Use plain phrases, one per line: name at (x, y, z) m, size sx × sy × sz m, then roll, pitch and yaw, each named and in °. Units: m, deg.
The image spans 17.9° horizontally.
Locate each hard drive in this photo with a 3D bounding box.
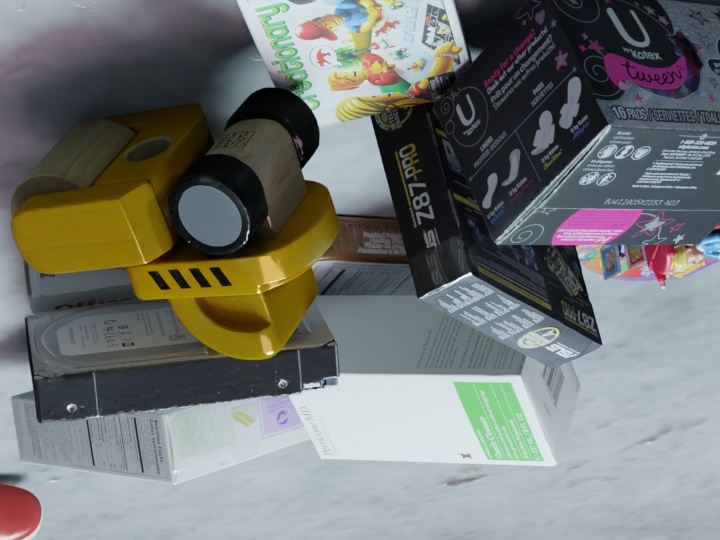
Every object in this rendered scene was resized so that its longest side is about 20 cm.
hard drive at (-0.122, 0.053, 1.526) m, size 0.198 × 0.038 × 0.140 m, roll -5°, pitch -163°, yaw -9°

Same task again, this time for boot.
boot at (-0.365, 0.197, 2.001) m, size 0.199 × 0.073 × 0.144 m, roll 4°, pitch 151°, yaw -22°

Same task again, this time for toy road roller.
toy road roller at (-0.110, -0.020, 1.461) m, size 0.199 × 0.123 × 0.147 m, roll -3°, pitch 120°, yaw 26°

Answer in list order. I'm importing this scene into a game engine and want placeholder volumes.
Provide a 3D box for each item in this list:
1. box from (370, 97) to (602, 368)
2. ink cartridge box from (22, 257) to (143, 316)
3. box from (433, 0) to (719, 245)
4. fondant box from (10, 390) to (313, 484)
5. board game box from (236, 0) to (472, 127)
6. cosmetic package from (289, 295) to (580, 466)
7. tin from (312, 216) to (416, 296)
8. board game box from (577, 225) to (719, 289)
box at (0.088, -0.034, 1.575) m, size 0.049 × 0.162 × 0.200 m, roll -27°, pitch 152°, yaw 23°
ink cartridge box at (-0.166, 0.015, 1.666) m, size 0.146 × 0.084 × 0.200 m, roll -8°, pitch 156°, yaw -6°
box at (0.172, -0.099, 1.488) m, size 0.199 × 0.115 × 0.132 m, roll -1°, pitch 146°, yaw -41°
fondant box at (-0.156, 0.114, 1.777) m, size 0.144 × 0.059 × 0.199 m, roll -15°, pitch -167°, yaw -42°
board game box at (-0.002, -0.156, 1.424) m, size 0.125 × 0.035 × 0.200 m, roll -13°, pitch 156°, yaw 6°
cosmetic package at (0.052, 0.081, 1.712) m, size 0.199 × 0.085 × 0.108 m, roll -2°, pitch 136°, yaw 27°
tin at (0.000, 0.000, 1.766) m, size 0.199 × 0.042 × 0.112 m, roll 2°, pitch 148°, yaw -27°
board game box at (0.276, -0.019, 1.835) m, size 0.199 × 0.039 × 0.158 m, roll -28°, pitch 151°, yaw 34°
